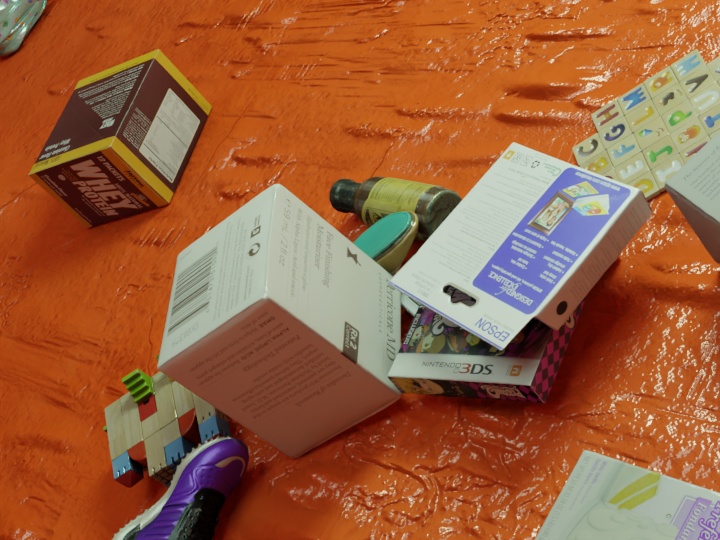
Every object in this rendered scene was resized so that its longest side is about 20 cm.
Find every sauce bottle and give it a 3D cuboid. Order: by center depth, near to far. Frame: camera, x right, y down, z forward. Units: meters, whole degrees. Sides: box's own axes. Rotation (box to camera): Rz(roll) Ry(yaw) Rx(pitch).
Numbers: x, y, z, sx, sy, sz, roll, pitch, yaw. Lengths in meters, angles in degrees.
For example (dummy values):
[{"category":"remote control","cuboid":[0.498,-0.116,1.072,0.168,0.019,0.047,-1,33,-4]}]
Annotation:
[{"category":"sauce bottle","cuboid":[0.037,-0.076,1.465,0.199,0.065,0.065,15,65,53]}]

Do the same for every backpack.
[{"category":"backpack","cuboid":[-0.760,-0.566,2.709,0.166,0.126,0.202,-12,46,53]}]

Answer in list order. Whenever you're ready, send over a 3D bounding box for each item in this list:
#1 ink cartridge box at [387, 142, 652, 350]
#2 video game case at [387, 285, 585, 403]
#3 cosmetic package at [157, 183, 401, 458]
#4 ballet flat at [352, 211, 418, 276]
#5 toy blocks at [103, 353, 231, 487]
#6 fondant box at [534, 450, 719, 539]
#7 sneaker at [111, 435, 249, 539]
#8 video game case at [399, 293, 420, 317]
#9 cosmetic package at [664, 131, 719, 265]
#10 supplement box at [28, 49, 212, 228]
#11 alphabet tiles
[{"category":"ink cartridge box","cuboid":[0.149,-0.020,1.208,0.200,0.043,0.198,-47,35,-9]},{"category":"video game case","cuboid":[0.136,0.033,1.237,0.180,0.036,0.202,0,54,44]},{"category":"cosmetic package","cuboid":[-0.078,0.056,1.314,0.164,0.199,0.166,-32,37,30]},{"category":"ballet flat","cuboid":[0.000,0.000,1.420,0.199,0.063,0.069,-30,34,28]},{"category":"toy blocks","cuboid":[-0.215,0.186,1.444,0.199,0.100,0.138,-32,48,16]},{"category":"fondant box","cuboid":[0.225,0.234,0.966,0.199,0.058,0.145,13,64,49]},{"category":"sneaker","cuboid":[-0.179,0.273,1.335,0.200,0.069,0.100,-48,42,3]},{"category":"video game case","cuboid":[0.148,0.008,1.303,0.182,0.023,0.200,-47,34,-2]},{"category":"cosmetic package","cuboid":[0.398,-0.064,1.034,0.199,0.123,0.200,-43,36,3]},{"category":"supplement box","cuboid":[-0.368,-0.200,1.936,0.195,0.133,0.202,-12,46,37]},{"category":"alphabet tiles","cuboid":[0.316,-0.150,1.304,0.199,0.006,0.168,-32,38,18]}]
